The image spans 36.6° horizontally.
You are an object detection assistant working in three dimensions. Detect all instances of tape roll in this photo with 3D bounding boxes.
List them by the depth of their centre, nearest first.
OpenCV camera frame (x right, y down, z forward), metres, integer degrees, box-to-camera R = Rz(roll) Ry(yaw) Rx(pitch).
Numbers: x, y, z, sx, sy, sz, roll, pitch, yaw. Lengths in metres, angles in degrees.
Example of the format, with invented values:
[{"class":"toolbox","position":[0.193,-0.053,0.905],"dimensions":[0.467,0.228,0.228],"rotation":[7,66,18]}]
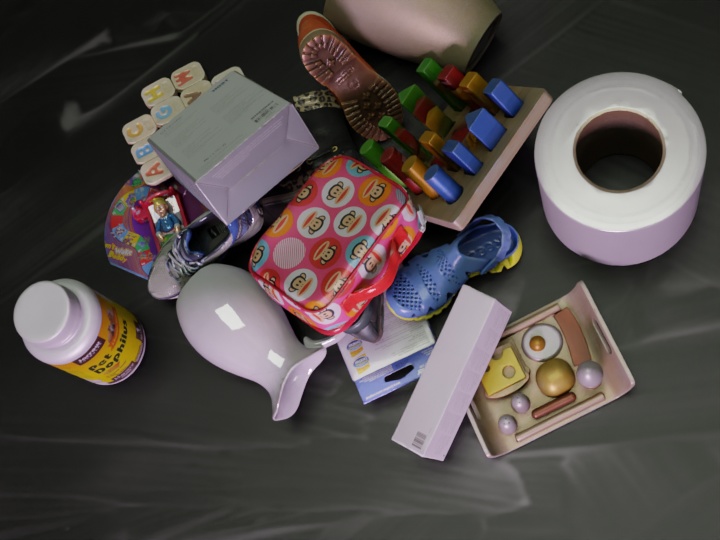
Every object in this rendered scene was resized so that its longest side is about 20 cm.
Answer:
[{"class":"tape roll","position":[0.317,-0.122,1.332],"dimensions":[0.200,0.139,0.205],"rotation":[-4,73,13]}]

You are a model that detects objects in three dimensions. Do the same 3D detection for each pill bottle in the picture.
[{"class":"pill bottle","position":[-0.364,0.078,1.408],"dimensions":[0.108,0.200,0.111],"rotation":[-4,73,13]}]

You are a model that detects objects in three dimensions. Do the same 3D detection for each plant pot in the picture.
[{"class":"plant pot","position":[0.083,-0.355,1.453],"dimensions":[0.199,0.187,0.188],"rotation":[33,83,8]}]

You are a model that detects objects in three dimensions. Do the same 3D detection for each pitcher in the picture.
[{"class":"pitcher","position":[-0.125,0.064,1.396],"dimensions":[0.200,0.121,0.172],"rotation":[39,88,17]}]

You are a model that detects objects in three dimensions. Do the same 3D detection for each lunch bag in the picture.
[{"class":"lunch bag","position":[-0.021,-0.029,1.311],"dimensions":[0.176,0.082,0.200],"rotation":[32,78,38]}]

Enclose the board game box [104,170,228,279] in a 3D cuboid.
[{"class":"board game box","position":[-0.274,-0.066,1.513],"dimensions":[0.198,0.039,0.159],"rotation":[21,80,19]}]

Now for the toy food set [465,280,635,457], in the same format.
[{"class":"toy food set","position":[0.214,0.120,1.326],"dimensions":[0.198,0.060,0.145],"rotation":[-27,69,5]}]

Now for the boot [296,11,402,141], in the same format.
[{"class":"boot","position":[-0.015,-0.262,1.451],"dimensions":[0.075,0.200,0.108],"rotation":[-36,38,9]}]

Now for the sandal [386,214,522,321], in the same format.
[{"class":"sandal","position":[0.116,-0.011,1.357],"dimensions":[0.199,0.087,0.080],"rotation":[-34,73,-11]}]

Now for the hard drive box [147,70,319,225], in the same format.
[{"class":"hard drive box","position":[-0.168,-0.164,1.401],"dimensions":[0.156,0.077,0.200],"rotation":[-40,35,-8]}]

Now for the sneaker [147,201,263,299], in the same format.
[{"class":"sneaker","position":[-0.221,-0.030,1.428],"dimensions":[0.200,0.085,0.077],"rotation":[-41,86,22]}]

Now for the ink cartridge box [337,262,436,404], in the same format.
[{"class":"ink cartridge box","position":[0.022,0.062,1.403],"dimensions":[0.118,0.042,0.202],"rotation":[-25,67,5]}]

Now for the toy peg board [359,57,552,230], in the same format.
[{"class":"toy peg board","position":[0.103,-0.172,1.364],"dimensions":[0.201,0.098,0.199],"rotation":[-55,26,-6]}]

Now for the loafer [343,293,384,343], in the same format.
[{"class":"loafer","position":[0.000,0.000,1.381],"dimensions":[0.071,0.063,0.202],"rotation":[-20,51,29]}]

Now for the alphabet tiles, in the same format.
[{"class":"alphabet tiles","position":[-0.237,-0.208,1.540],"dimensions":[0.194,0.015,0.201],"rotation":[-28,61,-3]}]

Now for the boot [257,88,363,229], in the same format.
[{"class":"boot","position":[-0.092,-0.151,1.479],"dimensions":[0.198,0.073,0.152],"rotation":[-21,64,17]}]

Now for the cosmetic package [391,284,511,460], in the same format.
[{"class":"cosmetic package","position":[0.110,0.123,1.299],"dimensions":[0.050,0.082,0.202],"rotation":[24,87,27]}]
